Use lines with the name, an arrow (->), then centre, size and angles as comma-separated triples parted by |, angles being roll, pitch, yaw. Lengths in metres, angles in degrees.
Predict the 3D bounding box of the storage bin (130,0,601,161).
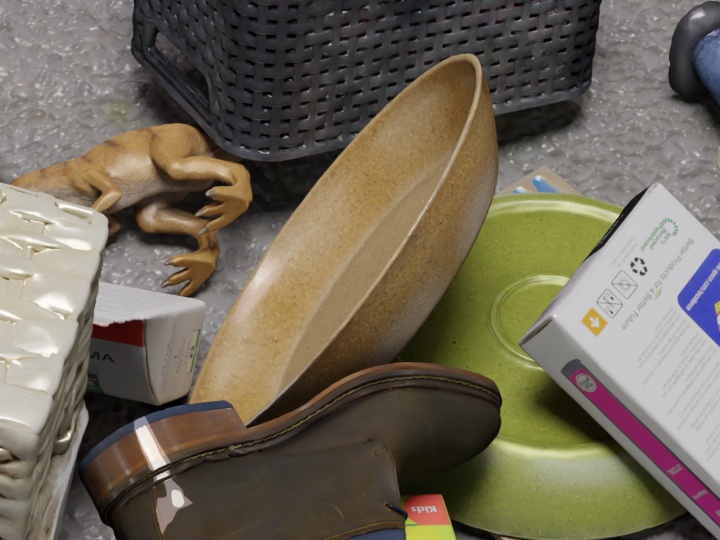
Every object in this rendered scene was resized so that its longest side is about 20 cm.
storage bin -> 0.004, -0.137, 1.354 | 0.199, 0.094, 0.135 | -13, 36, -27

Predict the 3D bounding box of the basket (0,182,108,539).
basket -> -0.195, 0.035, 1.012 | 0.199, 0.124, 0.136 | 15, 41, -2

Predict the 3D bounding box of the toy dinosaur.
toy dinosaur -> -0.081, -0.049, 1.322 | 0.199, 0.061, 0.106 | -20, 49, -20

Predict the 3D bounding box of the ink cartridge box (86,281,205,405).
ink cartridge box -> -0.159, 0.023, 1.176 | 0.160, 0.050, 0.200 | 11, 4, 7

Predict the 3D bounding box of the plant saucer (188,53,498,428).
plant saucer -> 0.000, 0.000, 1.211 | 0.035, 0.200, 0.201 | 36, 47, -13

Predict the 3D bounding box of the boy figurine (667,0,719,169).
boy figurine -> 0.231, -0.057, 1.341 | 0.124, 0.065, 0.200 | -23, 52, -23

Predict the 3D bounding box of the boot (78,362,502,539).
boot -> -0.008, 0.098, 1.115 | 0.199, 0.075, 0.097 | -9, 60, -38

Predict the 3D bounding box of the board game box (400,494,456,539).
board game box -> 0.000, 0.166, 1.096 | 0.101, 0.048, 0.200 | -1, 34, -12

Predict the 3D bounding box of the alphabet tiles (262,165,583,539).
alphabet tiles -> 0.064, 0.042, 1.278 | 0.199, 0.008, 0.167 | -30, 55, -28

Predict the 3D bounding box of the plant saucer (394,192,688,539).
plant saucer -> 0.083, 0.031, 1.264 | 0.199, 0.031, 0.201 | 1, 47, -1

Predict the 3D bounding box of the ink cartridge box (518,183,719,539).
ink cartridge box -> 0.166, 0.064, 1.210 | 0.200, 0.037, 0.095 | 43, 53, -1
